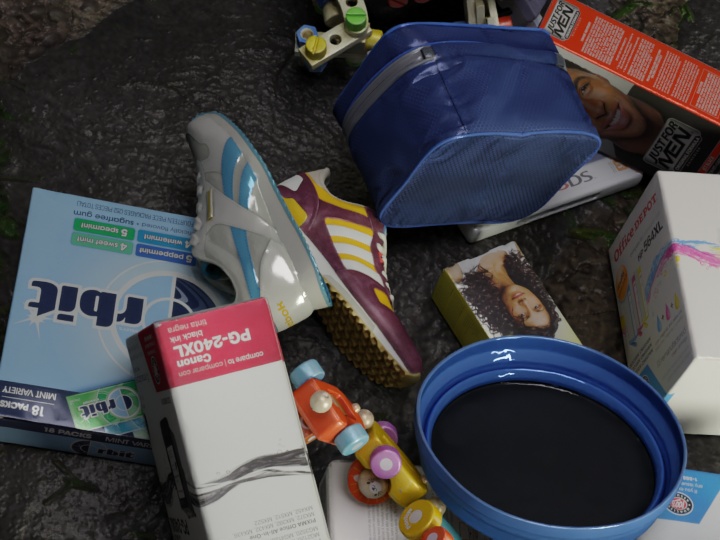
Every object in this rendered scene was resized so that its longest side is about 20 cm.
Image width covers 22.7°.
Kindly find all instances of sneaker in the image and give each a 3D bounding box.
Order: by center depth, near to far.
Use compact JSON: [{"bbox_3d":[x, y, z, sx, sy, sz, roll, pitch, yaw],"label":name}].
[{"bbox_3d":[-0.097,-0.039,1.363,0.081,0.077,0.200,-27,58,-3],"label":"sneaker"},{"bbox_3d":[0.000,0.000,1.418,0.090,0.075,0.200,-32,73,-24],"label":"sneaker"}]

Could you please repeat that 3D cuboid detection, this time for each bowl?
[{"bbox_3d":[0.136,0.128,1.306,0.200,0.039,0.201,6,38,-5],"label":"bowl"}]

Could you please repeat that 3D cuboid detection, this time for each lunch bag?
[{"bbox_3d":[0.088,-0.126,1.446,0.200,0.136,0.133,-2,59,-37],"label":"lunch bag"}]

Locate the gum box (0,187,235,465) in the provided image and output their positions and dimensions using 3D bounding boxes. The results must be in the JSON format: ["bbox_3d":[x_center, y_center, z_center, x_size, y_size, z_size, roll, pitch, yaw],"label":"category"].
[{"bbox_3d":[-0.182,0.044,1.358,0.169,0.045,0.201,10,56,-11],"label":"gum box"}]

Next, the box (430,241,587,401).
[{"bbox_3d":[0.139,0.077,1.424,0.075,0.050,0.200,-23,68,-26],"label":"box"}]

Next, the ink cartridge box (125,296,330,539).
[{"bbox_3d":[-0.091,0.129,1.229,0.083,0.145,0.201,-13,87,-17],"label":"ink cartridge box"}]

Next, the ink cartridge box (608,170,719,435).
[{"bbox_3d":[0.288,0.017,1.456,0.125,0.129,0.201,3,58,-14],"label":"ink cartridge box"}]

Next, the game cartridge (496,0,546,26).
[{"bbox_3d":[0.111,-0.326,1.599,0.200,0.038,0.130,55,35,-15],"label":"game cartridge"}]

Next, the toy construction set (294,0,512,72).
[{"bbox_3d":[0.036,-0.231,1.531,0.199,0.092,0.132,-2,64,-17],"label":"toy construction set"}]

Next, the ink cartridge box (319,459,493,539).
[{"bbox_3d":[0.061,0.241,1.303,0.176,0.045,0.201,5,58,-11],"label":"ink cartridge box"}]

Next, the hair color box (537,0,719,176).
[{"bbox_3d":[0.233,-0.148,1.534,0.200,0.102,0.061,26,56,2],"label":"hair color box"}]

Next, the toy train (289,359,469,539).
[{"bbox_3d":[0.013,0.159,1.248,0.056,0.150,0.200,-38,75,8],"label":"toy train"}]

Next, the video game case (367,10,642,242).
[{"bbox_3d":[0.124,-0.133,1.567,0.182,0.023,0.200,-19,66,-25],"label":"video game case"}]

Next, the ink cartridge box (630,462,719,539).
[{"bbox_3d":[0.259,0.257,1.325,0.145,0.084,0.201,10,57,-10],"label":"ink cartridge box"}]
